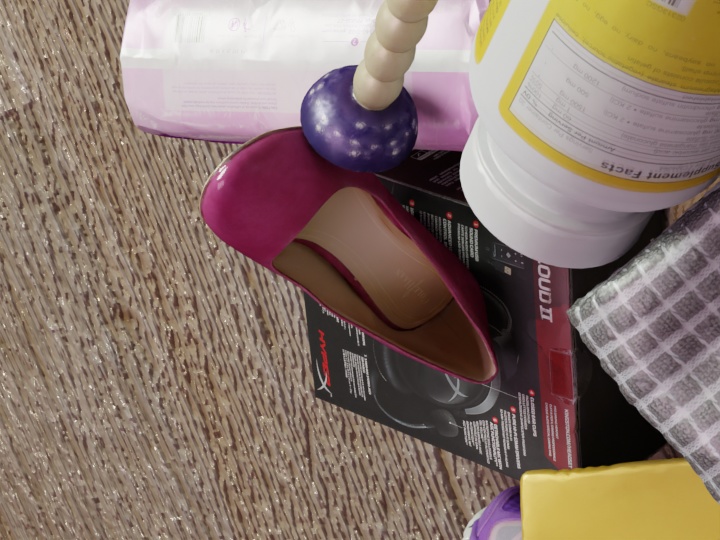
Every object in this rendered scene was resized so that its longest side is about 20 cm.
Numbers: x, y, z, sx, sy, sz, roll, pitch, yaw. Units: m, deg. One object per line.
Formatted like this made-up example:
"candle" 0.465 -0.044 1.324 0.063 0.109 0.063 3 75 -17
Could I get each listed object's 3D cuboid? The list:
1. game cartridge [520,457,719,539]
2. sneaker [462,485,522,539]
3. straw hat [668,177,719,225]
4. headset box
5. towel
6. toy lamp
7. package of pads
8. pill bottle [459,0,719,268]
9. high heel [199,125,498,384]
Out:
"game cartridge" 0.169 0.168 1.072 0.200 0.032 0.176 -7 77 25
"sneaker" 0.107 0.151 1.202 0.080 0.200 0.088 25 107 -15
"straw hat" 0.190 0.018 1.060 0.201 0.085 0.201 26 132 34
"headset box" 0.065 0.014 1.200 0.200 0.077 0.149 18 127 39
"towel" 0.205 0.016 0.963 0.200 0.086 0.166 -41 85 13
"toy lamp" 0.025 -0.118 0.956 0.058 0.058 0.200 47 146 15
"package of pads" 0.002 -0.093 1.125 0.200 0.120 0.076 3 92 31
"pill bottle" 0.107 -0.094 0.933 0.112 0.112 0.200 45 140 17
"high heel" 0.000 0.000 1.071 0.096 0.067 0.200 49 -176 23
